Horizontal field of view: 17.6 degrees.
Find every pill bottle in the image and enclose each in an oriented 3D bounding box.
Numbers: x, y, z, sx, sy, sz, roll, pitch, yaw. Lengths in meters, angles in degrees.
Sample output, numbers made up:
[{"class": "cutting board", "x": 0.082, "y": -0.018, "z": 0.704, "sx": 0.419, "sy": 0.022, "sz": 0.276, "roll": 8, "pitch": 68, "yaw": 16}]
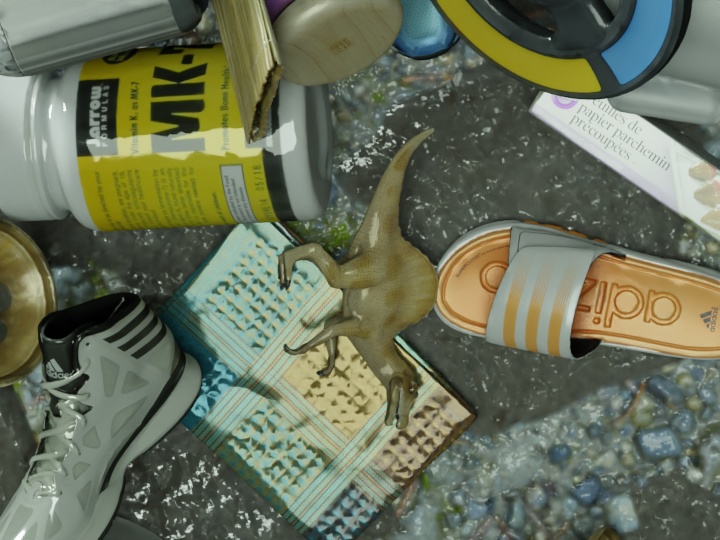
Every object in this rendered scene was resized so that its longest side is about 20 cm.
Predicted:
[{"class": "pill bottle", "x": -0.123, "y": -0.082, "z": 1.448, "sx": 0.200, "sy": 0.114, "sz": 0.114, "roll": -3, "pitch": 101, "yaw": 8}]

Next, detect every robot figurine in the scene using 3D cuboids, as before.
[{"class": "robot figurine", "x": 0.199, "y": -0.169, "z": 1.384, "sx": 0.200, "sy": 0.113, "sz": 0.170, "roll": 15, "pitch": 103, "yaw": 4}]

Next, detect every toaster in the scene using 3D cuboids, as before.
[{"class": "toaster", "x": -0.166, "y": -0.179, "z": 1.385, "sx": 0.129, "sy": 0.200, "sz": 0.114, "roll": -19, "pitch": 103, "yaw": 3}]

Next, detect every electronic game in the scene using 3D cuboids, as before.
[{"class": "electronic game", "x": 0.100, "y": -0.185, "z": 1.314, "sx": 0.200, "sy": 0.042, "sz": 0.200, "roll": 29, "pitch": 141, "yaw": 27}]

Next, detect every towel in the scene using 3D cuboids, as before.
[{"class": "towel", "x": -0.042, "y": 0.073, "z": 1.517, "sx": 0.200, "sy": 0.022, "sz": 0.147, "roll": 44, "pitch": 104, "yaw": -3}]

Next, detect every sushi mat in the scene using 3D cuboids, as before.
[{"class": "sushi mat", "x": -0.078, "y": -0.184, "z": 1.366, "sx": 0.012, "sy": 0.096, "sz": 0.200, "roll": -9, "pitch": 69, "yaw": -15}]

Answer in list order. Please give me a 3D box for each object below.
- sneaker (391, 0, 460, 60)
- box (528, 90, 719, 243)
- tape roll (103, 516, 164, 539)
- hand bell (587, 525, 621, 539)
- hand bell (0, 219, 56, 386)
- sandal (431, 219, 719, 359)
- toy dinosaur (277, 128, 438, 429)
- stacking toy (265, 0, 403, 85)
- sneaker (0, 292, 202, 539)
[{"class": "sneaker", "x": 0.010, "y": -0.222, "z": 1.412, "sx": 0.078, "sy": 0.090, "sz": 0.200, "roll": -16, "pitch": 99, "yaw": 11}, {"class": "box", "x": 0.197, "y": -0.061, "z": 1.445, "sx": 0.200, "sy": 0.041, "sz": 0.039, "roll": 34, "pitch": 104, "yaw": -1}, {"class": "tape roll", "x": -0.197, "y": 0.271, "z": 1.518, "sx": 0.202, "sy": 0.139, "sz": 0.203, "roll": 1, "pitch": 101, "yaw": 7}, {"class": "hand bell", "x": 0.066, "y": 0.218, "z": 1.508, "sx": 0.200, "sy": 0.104, "sz": 0.104, "roll": -2, "pitch": 101, "yaw": 20}, {"class": "hand bell", "x": -0.296, "y": 0.030, "z": 1.486, "sx": 0.200, "sy": 0.104, "sz": 0.104, "roll": -9, "pitch": 102, "yaw": 44}, {"class": "sandal", "x": 0.146, "y": 0.018, "z": 1.458, "sx": 0.206, "sy": 0.059, "sz": 0.079, "roll": 7, "pitch": 103, "yaw": 7}, {"class": "toy dinosaur", "x": 0.000, "y": 0.000, "z": 1.467, "sx": 0.101, "sy": 0.058, "sz": 0.200, "roll": -2, "pitch": 110, "yaw": -8}, {"class": "stacking toy", "x": -0.050, "y": -0.211, "z": 1.397, "sx": 0.085, "sy": 0.085, "sz": 0.200, "roll": -32, "pitch": 63, "yaw": 13}, {"class": "sneaker", "x": -0.188, "y": 0.095, "z": 1.430, "sx": 0.076, "sy": 0.201, "sz": 0.115, "roll": 10, "pitch": 145, "yaw": 40}]
